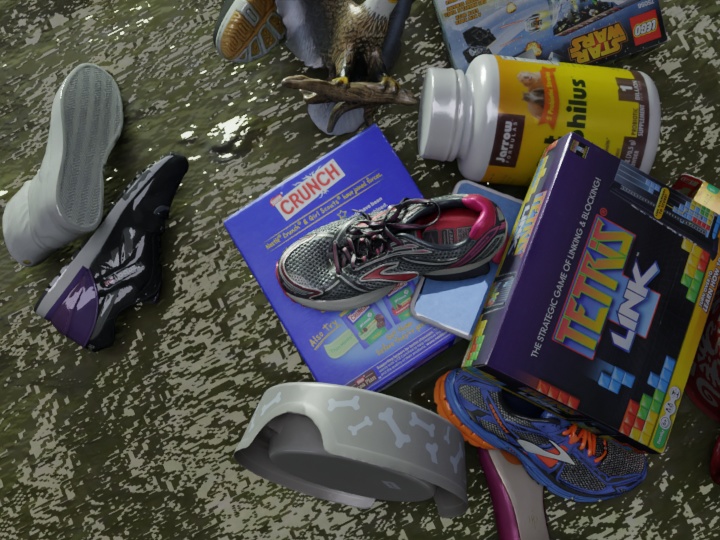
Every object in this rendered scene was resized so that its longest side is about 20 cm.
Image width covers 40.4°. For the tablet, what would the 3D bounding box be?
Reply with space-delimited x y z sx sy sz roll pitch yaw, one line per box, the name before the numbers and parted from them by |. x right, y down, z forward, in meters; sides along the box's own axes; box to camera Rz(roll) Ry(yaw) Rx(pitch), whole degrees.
tablet | 0.153 0.014 0.833 0.197 0.014 0.132 22 79 5

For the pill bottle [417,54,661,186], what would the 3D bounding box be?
pill bottle | 0.152 -0.129 0.859 0.196 0.109 0.111 4 81 -5

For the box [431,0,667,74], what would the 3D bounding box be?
box | 0.170 -0.246 0.901 0.197 0.040 0.139 -18 106 3

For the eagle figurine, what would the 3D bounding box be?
eagle figurine | -0.003 -0.238 0.896 0.149 0.152 0.203 -16 66 20

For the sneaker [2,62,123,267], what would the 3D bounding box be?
sneaker | -0.292 -0.101 0.936 0.115 0.073 0.203 -28 45 34

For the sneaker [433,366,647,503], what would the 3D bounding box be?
sneaker | 0.160 0.131 0.818 0.198 0.079 0.076 25 47 -12

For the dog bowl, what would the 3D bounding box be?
dog bowl | -0.003 0.150 0.809 0.197 0.201 0.060 10 68 8

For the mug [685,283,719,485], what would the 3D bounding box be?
mug | 0.341 0.080 0.775 0.131 0.200 0.181 -8 79 4

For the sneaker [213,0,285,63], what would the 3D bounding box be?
sneaker | -0.099 -0.298 0.959 0.087 0.076 0.202 23 80 24

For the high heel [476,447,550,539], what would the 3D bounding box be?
high heel | 0.131 0.212 0.861 0.067 0.096 0.202 -8 60 -36

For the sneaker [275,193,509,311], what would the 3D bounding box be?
sneaker | 0.022 -0.025 0.807 0.197 0.075 0.082 -15 71 9

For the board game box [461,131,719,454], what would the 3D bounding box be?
board game box | 0.192 0.019 0.777 0.163 0.057 0.203 26 76 -12

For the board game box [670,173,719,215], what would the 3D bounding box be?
board game box | 0.354 -0.018 0.842 0.198 0.096 0.030 33 86 10

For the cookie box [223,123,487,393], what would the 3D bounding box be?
cookie box | 0.000 0.000 0.887 0.170 0.075 0.202 -32 80 -2

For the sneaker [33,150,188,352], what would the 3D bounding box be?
sneaker | -0.213 -0.016 0.928 0.087 0.076 0.201 38 87 -8
